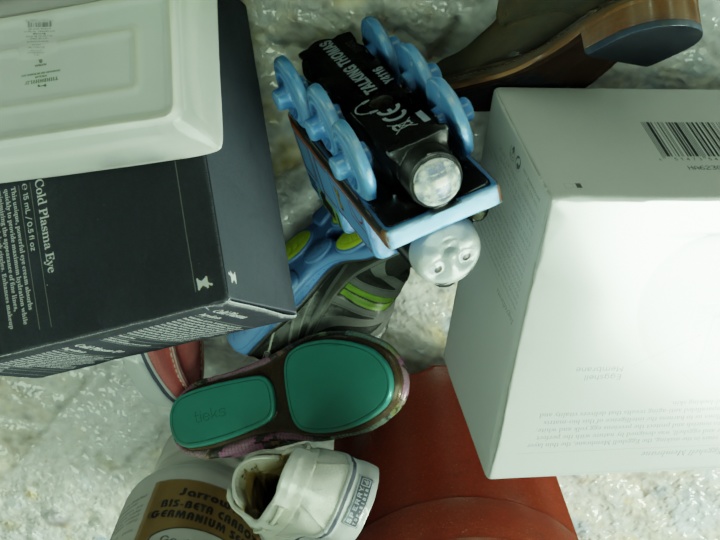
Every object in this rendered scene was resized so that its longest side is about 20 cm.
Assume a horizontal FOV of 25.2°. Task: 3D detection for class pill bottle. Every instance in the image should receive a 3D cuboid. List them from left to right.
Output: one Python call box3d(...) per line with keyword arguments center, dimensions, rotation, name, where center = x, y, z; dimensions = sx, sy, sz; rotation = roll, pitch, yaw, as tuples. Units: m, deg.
box3d(center=(-0.118, 0.200, 1.113), dimensions=(0.113, 0.201, 0.115), rotation=(5, 125, 7), name="pill bottle")

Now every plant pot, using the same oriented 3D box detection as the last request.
box3d(center=(0.058, 0.179, 1.057), dimensions=(0.199, 0.196, 0.202), rotation=(-2, 126, -2), name="plant pot")

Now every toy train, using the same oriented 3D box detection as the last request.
box3d(center=(0.016, -0.066, 0.919), dimensions=(0.086, 0.200, 0.115), rotation=(-25, 122, -9), name="toy train")

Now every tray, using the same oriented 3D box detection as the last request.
box3d(center=(-0.172, -0.107, 0.895), dimensions=(0.198, 0.022, 0.108), rotation=(-6, 81, 19), name="tray")

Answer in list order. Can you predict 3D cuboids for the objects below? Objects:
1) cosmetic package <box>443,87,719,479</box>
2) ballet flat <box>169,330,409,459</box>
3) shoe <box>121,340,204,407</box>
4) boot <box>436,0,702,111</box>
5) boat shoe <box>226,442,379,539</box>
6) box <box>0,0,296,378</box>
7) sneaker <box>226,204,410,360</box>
box3d(center=(0.169, 0.007, 0.949), dimensions=(0.197, 0.123, 0.201), rotation=(0, 125, -13), name="cosmetic package")
box3d(center=(-0.036, 0.083, 1.050), dimensions=(0.199, 0.070, 0.071), rotation=(-18, 163, 35), name="ballet flat")
box3d(center=(-0.114, 0.004, 1.058), dimensions=(0.090, 0.072, 0.202), rotation=(-2, 119, 18), name="shoe")
box3d(center=(0.107, -0.155, 0.927), dimensions=(0.074, 0.098, 0.199), rotation=(6, 166, -45), name="boot")
box3d(center=(-0.048, 0.138, 1.014), dimensions=(0.069, 0.071, 0.200), rotation=(24, 168, -10), name="boat shoe")
box3d(center=(-0.151, -0.052, 0.948), dimensions=(0.181, 0.104, 0.202), rotation=(-13, 80, 19), name="box")
box3d(center=(0.000, 0.000, 1.048), dimensions=(0.199, 0.071, 0.082), rotation=(-37, 129, 28), name="sneaker")
